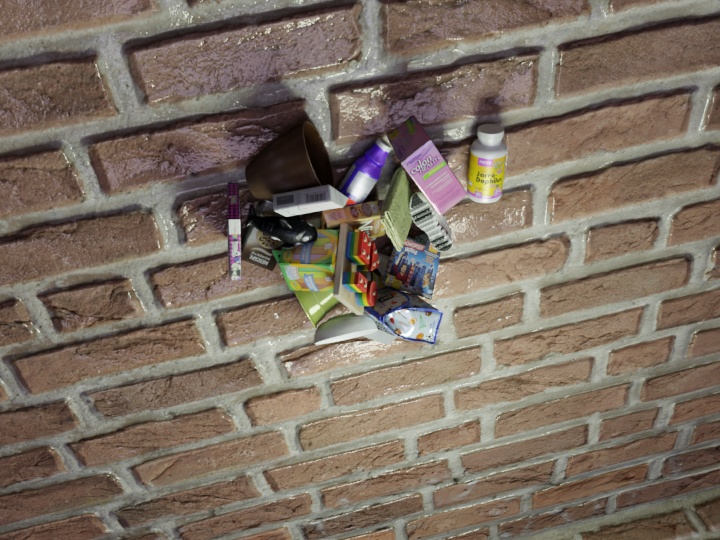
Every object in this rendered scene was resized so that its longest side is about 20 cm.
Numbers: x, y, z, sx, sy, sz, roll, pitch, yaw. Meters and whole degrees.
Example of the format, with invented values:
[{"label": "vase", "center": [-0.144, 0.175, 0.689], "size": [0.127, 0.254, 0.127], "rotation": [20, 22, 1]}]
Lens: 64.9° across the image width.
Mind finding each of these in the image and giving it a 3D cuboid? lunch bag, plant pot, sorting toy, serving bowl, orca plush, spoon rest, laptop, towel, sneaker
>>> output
[{"label": "lunch bag", "center": [0.115, 0.124, 1.661], "size": [0.196, 0.170, 0.127], "rotation": [10, 100, -25]}, {"label": "plant pot", "center": [-0.104, 0.036, 1.691], "size": [0.187, 0.201, 0.202], "rotation": [-29, 126, -4]}, {"label": "sorting toy", "center": [0.000, 0.000, 1.570], "size": [0.068, 0.205, 0.199], "rotation": [-1, 161, 20]}, {"label": "serving bowl", "center": [-0.049, 0.170, 1.708], "size": [0.195, 0.068, 0.200], "rotation": [-12, 170, -2]}, {"label": "orca plush", "center": [-0.207, -0.130, 1.486], "size": [0.197, 0.106, 0.072], "rotation": [28, 152, 8]}, {"label": "spoon rest", "center": [0.077, -0.029, 1.740], "size": [0.060, 0.100, 0.202], "rotation": [-13, 121, 38]}, {"label": "plant pot", "center": [-0.193, -0.261, 1.474], "size": [0.196, 0.189, 0.189], "rotation": [-17, 127, 15]}, {"label": "laptop", "center": [0.075, 0.204, 1.849], "size": [0.184, 0.118, 0.201], "rotation": [21, 129, -23]}, {"label": "towel", "center": [0.105, -0.172, 1.577], "size": [0.036, 0.203, 0.150], "rotation": [-1, 140, 26]}, {"label": "sneaker", "center": [0.206, -0.150, 1.635], "size": [0.074, 0.082, 0.201], "rotation": [-15, 125, 34]}]

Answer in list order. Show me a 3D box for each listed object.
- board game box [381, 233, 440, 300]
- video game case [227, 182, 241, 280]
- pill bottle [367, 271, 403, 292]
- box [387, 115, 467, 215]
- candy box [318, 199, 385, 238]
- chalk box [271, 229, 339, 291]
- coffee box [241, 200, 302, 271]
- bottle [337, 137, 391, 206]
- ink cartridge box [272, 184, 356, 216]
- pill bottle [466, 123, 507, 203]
[{"label": "board game box", "center": [0.165, -0.036, 1.705], "size": [0.197, 0.061, 0.204], "rotation": [19, 93, -36]}, {"label": "video game case", "center": [-0.340, -0.107, 1.519], "size": [0.035, 0.202, 0.185], "rotation": [-2, 124, -12]}, {"label": "pill bottle", "center": [0.066, 0.081, 1.786], "size": [0.197, 0.113, 0.113], "rotation": [25, 116, -26]}, {"label": "box", "center": [0.179, -0.284, 1.524], "size": [0.096, 0.177, 0.200], "rotation": [-35, 123, 14]}, {"label": "candy box", "center": [-0.017, -0.133, 1.611], "size": [0.195, 0.056, 0.116], "rotation": [-12, 154, -17]}, {"label": "chalk box", "center": [-0.149, -0.028, 1.556], "size": [0.195, 0.126, 0.126], "rotation": [0, 143, 14]}, {"label": "coffee box", "center": [-0.258, -0.114, 1.605], "size": [0.111, 0.080, 0.202], "rotation": [20, 118, -24]}, {"label": "bottle", "center": [0.012, -0.270, 1.564], "size": [0.082, 0.066, 0.202], "rotation": [18, 119, -35]}, {"label": "ink cartridge box", "center": [-0.112, -0.165, 1.467], "size": [0.159, 0.059, 0.200], "rotation": [-7, 167, 19]}, {"label": "pill bottle", "center": [0.357, -0.302, 1.594], "size": [0.101, 0.105, 0.204], "rotation": [-7, 125, -7]}]
